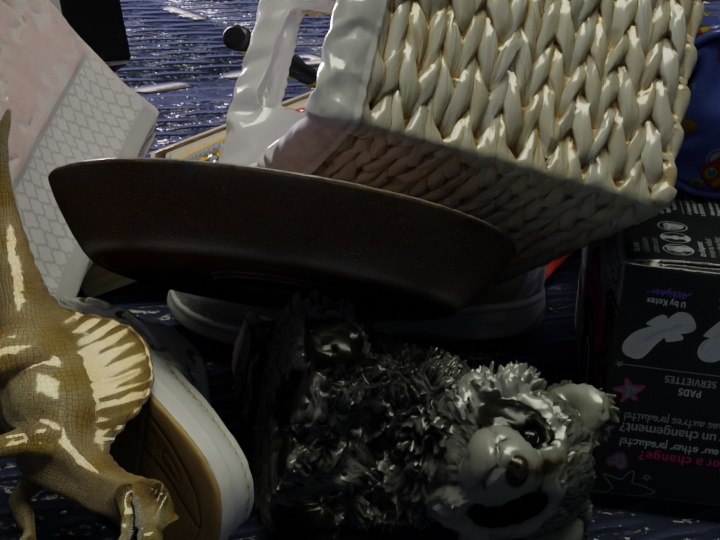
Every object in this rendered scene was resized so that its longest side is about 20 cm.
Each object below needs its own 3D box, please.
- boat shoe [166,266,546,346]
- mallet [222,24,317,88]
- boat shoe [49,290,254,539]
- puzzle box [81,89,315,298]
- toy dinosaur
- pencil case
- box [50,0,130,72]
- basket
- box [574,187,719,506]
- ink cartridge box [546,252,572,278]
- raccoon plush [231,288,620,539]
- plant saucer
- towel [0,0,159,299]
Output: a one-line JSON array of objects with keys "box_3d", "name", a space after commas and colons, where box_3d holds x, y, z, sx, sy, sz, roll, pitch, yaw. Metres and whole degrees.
[{"box_3d": [0.001, 0.001, 0.840, 0.202, 0.065, 0.074, -1, 23, -13], "name": "boat shoe"}, {"box_3d": [-0.040, -0.129, 1.087, 0.066, 0.041, 0.200, 16, -2, 36], "name": "mallet"}, {"box_3d": [-0.093, 0.051, 0.687, 0.069, 0.071, 0.200, -7, 26, -36], "name": "boat shoe"}, {"box_3d": [-0.061, -0.055, 0.902, 0.200, 0.025, 0.133, -21, 23, 2], "name": "puzzle box"}, {"box_3d": [-0.131, 0.041, 0.623, 0.101, 0.058, 0.200, -26, 60, -6], "name": "toy dinosaur"}, {"box_3d": [0.149, -0.102, 0.817, 0.087, 0.078, 0.200, 31, 13, -17], "name": "pencil case"}, {"box_3d": [-0.250, -0.143, 0.970, 0.148, 0.104, 0.200, -10, -3, -33], "name": "box"}, {"box_3d": [0.041, -0.108, 0.741, 0.161, 0.199, 0.200, 17, -16, -15], "name": "basket"}, {"box_3d": [0.171, 0.020, 0.774, 0.132, 0.115, 0.200, 6, 20, 3], "name": "box"}, {"box_3d": [0.036, -0.052, 0.996, 0.200, 0.050, 0.109, 14, 23, 20], "name": "ink cartridge box"}, {"box_3d": [0.025, 0.052, 0.700, 0.134, 0.097, 0.200, 9, 21, -14], "name": "raccoon plush"}, {"box_3d": [-0.035, -0.008, 0.693, 0.200, 0.035, 0.200, 8, -9, 1], "name": "plant saucer"}, {"box_3d": [-0.190, -0.085, 0.808, 0.032, 0.191, 0.200, -27, 29, 30], "name": "towel"}]
